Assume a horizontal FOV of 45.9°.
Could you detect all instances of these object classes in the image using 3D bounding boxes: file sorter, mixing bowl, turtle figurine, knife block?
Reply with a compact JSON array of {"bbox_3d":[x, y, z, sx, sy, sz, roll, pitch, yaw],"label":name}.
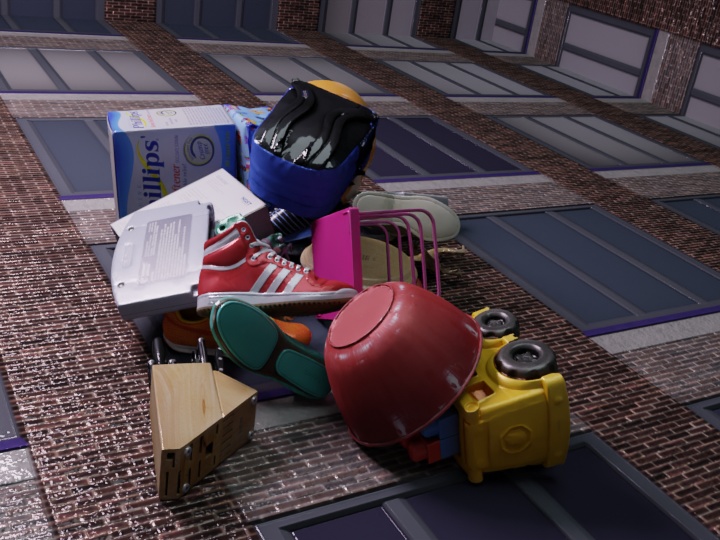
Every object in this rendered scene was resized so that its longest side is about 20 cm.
[{"bbox_3d":[0.017,-0.007,1.169,0.123,0.142,0.200,-3,-1,-18],"label":"file sorter"},{"bbox_3d":[0.032,0.087,0.980,0.109,0.198,0.201,49,19,-24],"label":"mixing bowl"},{"bbox_3d":[-0.138,0.013,1.183,0.099,0.200,0.151,-28,59,7],"label":"turtle figurine"},{"bbox_3d":[-0.211,0.148,0.949,0.173,0.065,0.199,20,27,22],"label":"knife block"}]

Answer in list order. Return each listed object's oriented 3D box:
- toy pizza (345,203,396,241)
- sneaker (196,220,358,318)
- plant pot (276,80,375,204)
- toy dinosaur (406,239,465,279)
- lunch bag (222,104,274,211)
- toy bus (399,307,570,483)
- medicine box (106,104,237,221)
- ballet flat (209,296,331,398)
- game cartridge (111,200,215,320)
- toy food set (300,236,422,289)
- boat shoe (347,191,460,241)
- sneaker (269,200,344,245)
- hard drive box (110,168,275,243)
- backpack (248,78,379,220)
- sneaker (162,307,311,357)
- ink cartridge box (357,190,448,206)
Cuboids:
[{"bbox_3d":[-0.026,-0.083,1.534,0.196,0.032,0.201,11,19,-4],"label":"toy pizza"},{"bbox_3d":[-0.102,-0.003,1.043,0.195,0.115,0.071,-1,-17,-4],"label":"sneaker"},{"bbox_3d":[-0.064,-0.206,1.502,0.196,0.203,0.184,5,32,-9],"label":"plant pot"},{"bbox_3d":[0.122,-0.017,1.423,0.099,0.060,0.200,4,4,-4],"label":"toy dinosaur"},{"bbox_3d":[-0.183,-0.167,1.460,0.092,0.204,0.150,-1,22,-25],"label":"lunch bag"},{"bbox_3d":[0.126,0.153,1.009,0.188,0.138,0.200,-15,28,-13],"label":"toy bus"},{"bbox_3d":[-0.311,-0.166,1.415,0.196,0.186,0.103,-8,29,-20],"label":"medicine box"},{"bbox_3d":[-0.115,0.094,1.021,0.199,0.068,0.070,38,-15,-34],"label":"ballet flat"},{"bbox_3d":[-0.262,-0.016,1.131,0.130,0.042,0.202,-13,40,4],"label":"game cartridge"},{"bbox_3d":[0.000,0.000,1.357,0.194,0.050,0.201,4,24,-12],"label":"toy food set"},{"bbox_3d":[0.075,-0.095,1.474,0.198,0.074,0.060,11,-3,-15],"label":"boat shoe"},{"bbox_3d":[-0.122,-0.082,1.391,0.196,0.079,0.070,-14,-7,-7],"label":"sneaker"},{"bbox_3d":[-0.247,-0.054,1.265,0.198,0.078,0.156,-30,40,-20],"label":"hard drive box"},{"bbox_3d":[-0.074,-0.162,1.281,0.160,0.170,0.201,19,38,10],"label":"backpack"},{"bbox_3d":[-0.159,0.073,1.112,0.196,0.079,0.073,6,23,-12],"label":"sneaker"},{"bbox_3d":[0.046,-0.126,1.626,0.197,0.048,0.159,5,4,37],"label":"ink cartridge box"}]
